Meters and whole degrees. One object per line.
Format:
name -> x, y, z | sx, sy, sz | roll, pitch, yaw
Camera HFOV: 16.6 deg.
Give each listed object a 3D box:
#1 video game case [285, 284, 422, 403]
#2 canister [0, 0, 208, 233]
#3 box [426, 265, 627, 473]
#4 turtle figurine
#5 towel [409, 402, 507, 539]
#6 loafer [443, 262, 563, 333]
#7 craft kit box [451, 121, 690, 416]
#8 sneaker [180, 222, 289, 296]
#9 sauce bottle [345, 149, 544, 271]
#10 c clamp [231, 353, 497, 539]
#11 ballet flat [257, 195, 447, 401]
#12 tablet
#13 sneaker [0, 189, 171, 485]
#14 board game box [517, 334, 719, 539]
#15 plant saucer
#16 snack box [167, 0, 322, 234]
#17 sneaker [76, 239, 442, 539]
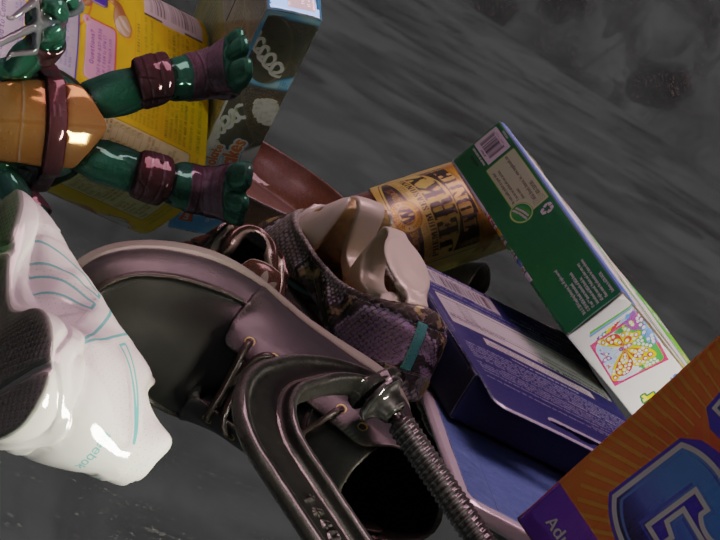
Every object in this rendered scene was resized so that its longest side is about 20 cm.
video game case -> 0.036, 0.042, 1.401 | 0.199, 0.018, 0.143 | 18, 18, -31
canister -> -0.185, -0.119, 1.412 | 0.199, 0.086, 0.150 | 25, 51, -36
box -> 0.087, 0.063, 1.310 | 0.121, 0.033, 0.200 | 27, 12, -21
turtle figurine -> -0.155, -0.073, 1.230 | 0.198, 0.151, 0.101 | 0, 16, -22
towel -> 0.122, 0.134, 1.328 | 0.199, 0.035, 0.193 | 25, 13, -19
loafer -> 0.057, 0.022, 1.553 | 0.199, 0.070, 0.070 | 32, 12, 12
craft kit box -> 0.150, 0.032, 1.441 | 0.198, 0.048, 0.200 | 45, 9, -34
sneaker -> -0.064, 0.009, 1.300 | 0.070, 0.076, 0.200 | 26, 12, -14
sauce bottle -> 0.024, -0.022, 1.498 | 0.199, 0.065, 0.065 | -21, 42, -31
c clamp -> 0.030, 0.112, 1.085 | 0.200, 0.027, 0.170 | 52, 34, 10
ballet flat -> 0.000, 0.000, 1.316 | 0.072, 0.072, 0.200 | 23, 16, -28
tablet -> 0.090, 0.110, 1.236 | 0.129, 0.014, 0.200 | 29, 12, -13
sneaker -> -0.136, 0.034, 1.072 | 0.080, 0.071, 0.201 | 34, 14, -29
board game box -> 0.235, 0.128, 1.089 | 0.199, 0.200, 0.200 | 10, 40, -57
plant saucer -> -0.090, -0.064, 1.651 | 0.199, 0.035, 0.200 | 28, 12, -6
snack box -> -0.074, -0.128, 1.477 | 0.037, 0.200, 0.117 | 9, 50, -18
sneaker -> -0.046, 0.055, 1.154 | 0.199, 0.075, 0.106 | 26, 13, -24
